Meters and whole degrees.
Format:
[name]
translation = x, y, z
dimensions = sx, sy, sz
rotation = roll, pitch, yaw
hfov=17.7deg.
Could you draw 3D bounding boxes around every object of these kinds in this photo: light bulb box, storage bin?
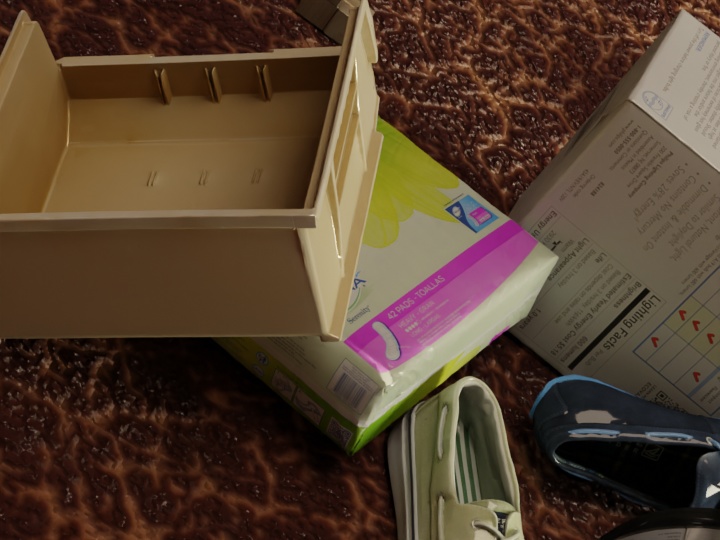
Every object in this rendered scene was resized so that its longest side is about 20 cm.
[light bulb box]
translation = 0.205, -0.012, 1.419
dimensions = 0.200, 0.198, 0.125
rotation = 38, 42, -2
[storage bin]
translation = -0.098, -0.059, 1.235
dimensions = 0.199, 0.094, 0.199
rotation = -1, 42, 12

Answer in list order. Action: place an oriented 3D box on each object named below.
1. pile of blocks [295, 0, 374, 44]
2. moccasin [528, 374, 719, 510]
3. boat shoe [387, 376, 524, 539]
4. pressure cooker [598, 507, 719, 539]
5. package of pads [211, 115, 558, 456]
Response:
[pile of blocks]
translation = -0.028, -0.246, 1.565
dimensions = 0.082, 0.062, 0.201
rotation = -7, 58, -41
[moccasin]
translation = 0.193, 0.128, 1.377
dimensions = 0.199, 0.081, 0.068
rotation = 14, 28, -5
[boat shoe]
translation = 0.058, 0.148, 1.264
dimensions = 0.072, 0.062, 0.201
rotation = 11, 47, -30
[pressure cooker]
translation = 0.164, 0.242, 1.140
dimensions = 0.178, 0.176, 0.201
rotation = 23, 47, -1
[package of pads]
translation = 0.000, 0.000, 1.337
dimensions = 0.154, 0.068, 0.200
rotation = 38, 39, 14
